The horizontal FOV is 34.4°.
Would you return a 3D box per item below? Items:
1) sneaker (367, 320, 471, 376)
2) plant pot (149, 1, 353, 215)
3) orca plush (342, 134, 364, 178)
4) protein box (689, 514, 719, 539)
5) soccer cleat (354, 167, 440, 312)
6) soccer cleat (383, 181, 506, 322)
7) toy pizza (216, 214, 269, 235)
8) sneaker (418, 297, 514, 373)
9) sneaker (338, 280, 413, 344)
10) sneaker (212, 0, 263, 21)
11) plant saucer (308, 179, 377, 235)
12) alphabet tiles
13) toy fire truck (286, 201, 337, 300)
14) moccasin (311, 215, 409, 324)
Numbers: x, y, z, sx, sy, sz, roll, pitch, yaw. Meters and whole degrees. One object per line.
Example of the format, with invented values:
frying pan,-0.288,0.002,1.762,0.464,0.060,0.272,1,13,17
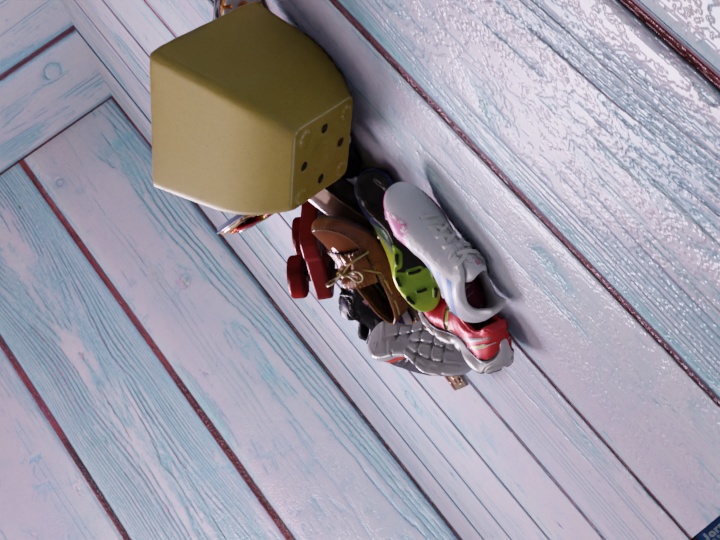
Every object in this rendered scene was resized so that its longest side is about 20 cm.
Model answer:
sneaker,0.099,0.112,1.627,0.082,0.078,0.199,30,168,-38
plant pot,-0.121,-0.181,1.430,0.199,0.195,0.196,29,134,26
orca plush,-0.060,-0.185,1.570,0.105,0.071,0.201,48,169,35
protein box,0.388,0.333,1.038,0.199,0.134,0.201,46,168,39
soccer cleat,0.055,-0.043,1.524,0.202,0.064,0.084,63,-167,-3
soccer cleat,0.106,-0.026,1.388,0.201,0.070,0.086,54,154,-14
toy pizza,-0.140,-0.106,1.836,0.032,0.199,0.200,57,170,-5
sneaker,0.139,0.054,1.512,0.200,0.076,0.086,39,142,53
sneaker,0.002,0.028,1.671,0.076,0.087,0.201,39,161,57
sneaker,-0.164,-0.310,1.591,0.077,0.077,0.202,-126,28,-42
plant saucer,-0.040,-0.106,1.615,0.200,0.035,0.200,37,-170,-8
alphabet tiles,0.092,0.093,1.729,0.201,0.008,0.167,54,170,5
toy fire truck,-0.058,-0.061,1.742,0.169,0.111,0.202,78,-169,-47
moccasin,-0.001,0.000,1.559,0.073,0.078,0.202,5,147,38
